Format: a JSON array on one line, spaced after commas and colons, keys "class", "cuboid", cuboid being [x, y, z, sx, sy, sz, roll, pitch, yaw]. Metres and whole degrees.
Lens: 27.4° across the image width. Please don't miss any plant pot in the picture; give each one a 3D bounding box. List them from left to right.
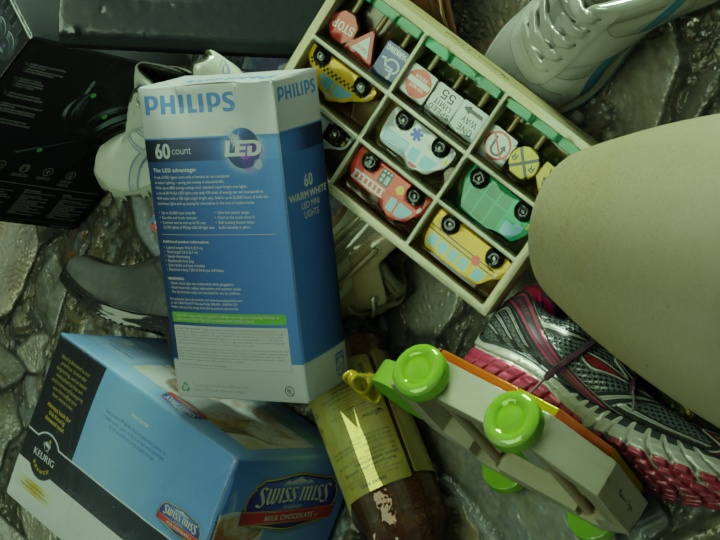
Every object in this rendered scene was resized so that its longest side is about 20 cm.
[{"class": "plant pot", "cuboid": [0.191, -0.006, 0.790, 0.199, 0.186, 0.189, 17, 97, 51]}]

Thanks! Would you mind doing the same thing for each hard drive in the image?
[{"class": "hard drive", "cuboid": [-0.102, -0.218, 1.006, 0.198, 0.033, 0.141, 3, 91, 2]}]

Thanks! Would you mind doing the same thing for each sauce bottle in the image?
[{"class": "sauce bottle", "cuboid": [0.018, 0.141, 0.969, 0.066, 0.066, 0.202, -33, 65, 32]}]

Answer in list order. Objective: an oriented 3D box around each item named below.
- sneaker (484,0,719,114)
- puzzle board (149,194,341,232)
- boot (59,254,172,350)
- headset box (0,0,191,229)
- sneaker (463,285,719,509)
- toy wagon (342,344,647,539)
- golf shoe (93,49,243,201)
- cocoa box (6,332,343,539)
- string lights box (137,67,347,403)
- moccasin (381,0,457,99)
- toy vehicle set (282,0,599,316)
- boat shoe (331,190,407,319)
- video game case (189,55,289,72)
[{"class": "sneaker", "cuboid": [0.137, -0.160, 0.889, 0.200, 0.080, 0.077, -36, 66, 36]}, {"class": "puzzle board", "cuboid": [-0.070, -0.054, 1.088, 0.199, 0.017, 0.152, 35, 108, 35]}, {"class": "boot", "cuboid": [-0.127, -0.012, 1.089, 0.199, 0.070, 0.133, 21, 93, 31]}, {"class": "headset box", "cuboid": [-0.248, -0.135, 1.137, 0.200, 0.173, 0.093, -45, 61, 27]}, {"class": "sneaker", "cuboid": [0.151, 0.073, 0.864, 0.199, 0.081, 0.075, 28, 77, 30]}, {"class": "toy wagon", "cuboid": [0.073, 0.092, 0.877, 0.199, 0.155, 0.040, 26, 76, 38]}, {"class": "golf shoe", "cuboid": [-0.137, -0.111, 1.059, 0.199, 0.098, 0.079, -10, 36, 44]}, {"class": "cocoa box", "cuboid": [-0.127, 0.143, 1.042, 0.199, 0.133, 0.132, 29, 103, 37]}, {"class": "string lights box", "cuboid": [-0.073, -0.022, 0.937, 0.102, 0.059, 0.202, 1, 104, 28]}, {"class": "moccasin", "cuboid": [0.046, -0.199, 0.959, 0.077, 0.074, 0.204, -4, 86, 1]}, {"class": "toy vehicle set", "cuboid": [0.039, -0.082, 0.920, 0.199, 0.026, 0.125, 39, 110, 15]}, {"class": "boat shoe", "cuboid": [0.000, 0.000, 0.991, 0.065, 0.072, 0.201, 40, 103, 13]}, {"class": "video game case", "cuboid": [-0.040, -0.174, 1.062, 0.199, 0.019, 0.144, 12, 86, 40]}]
